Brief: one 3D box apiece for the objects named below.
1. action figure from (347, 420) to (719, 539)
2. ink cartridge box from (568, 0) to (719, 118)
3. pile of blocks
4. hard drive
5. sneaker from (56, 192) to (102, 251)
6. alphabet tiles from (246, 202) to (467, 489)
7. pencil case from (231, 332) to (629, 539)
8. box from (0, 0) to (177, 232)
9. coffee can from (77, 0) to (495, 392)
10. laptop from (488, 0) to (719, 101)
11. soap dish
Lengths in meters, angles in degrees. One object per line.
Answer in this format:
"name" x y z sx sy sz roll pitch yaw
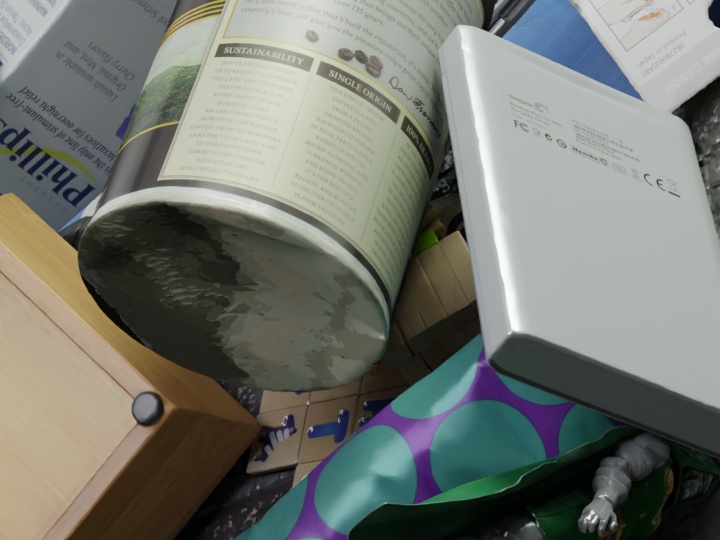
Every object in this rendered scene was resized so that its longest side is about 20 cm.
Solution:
"action figure" 0.077 0.110 1.136 0.055 0.200 0.118 42 135 28
"ink cartridge box" 0.151 -0.194 1.325 0.161 0.050 0.200 -37 78 9
"pile of blocks" 0.000 0.000 1.356 0.082 0.062 0.200 -48 46 -14
"hard drive" 0.102 -0.015 1.203 0.026 0.132 0.200 -51 29 34
"sneaker" -0.096 -0.028 1.479 0.200 0.076 0.077 -27 24 28
"alphabet tiles" 0.013 0.058 1.347 0.167 0.008 0.201 -13 53 37
"pencil case" 0.036 0.100 1.227 0.200 0.085 0.093 -40 80 13
"box" -0.190 -0.139 1.609 0.200 0.105 0.184 -49 40 4
"coffee can" -0.031 -0.066 1.281 0.146 0.146 0.200 -12 47 38
"laptop" 0.098 -0.189 1.367 0.187 0.200 0.116 -48 6 4
"soap dish" -0.171 0.074 1.403 0.200 0.081 0.157 41 93 25
